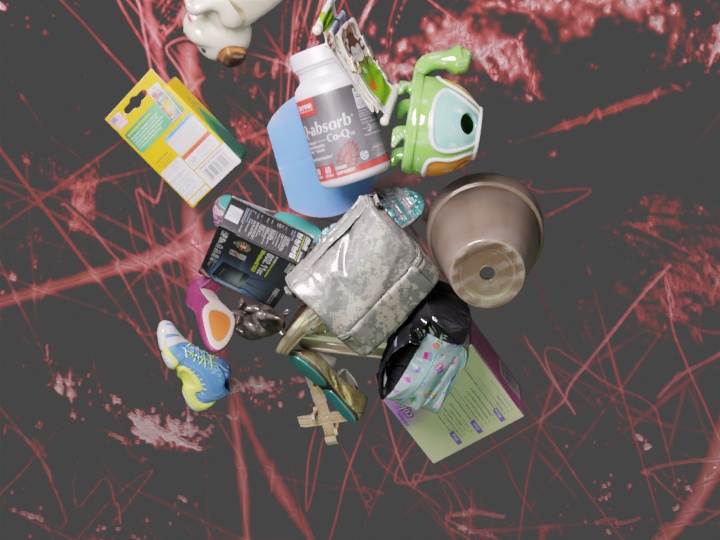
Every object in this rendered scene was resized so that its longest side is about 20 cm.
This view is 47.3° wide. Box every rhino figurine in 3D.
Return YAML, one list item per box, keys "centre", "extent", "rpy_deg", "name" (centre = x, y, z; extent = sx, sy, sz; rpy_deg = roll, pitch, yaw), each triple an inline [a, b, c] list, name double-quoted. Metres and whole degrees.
- centre: [-0.176, 0.086, 1.430]
  extent: [0.086, 0.061, 0.199]
  rpy_deg: [23, 163, -24]
  name: "rhino figurine"

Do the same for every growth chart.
- centre: [-0.002, -0.309, 1.203]
  extent: [0.018, 0.146, 0.200]
  rpy_deg: [-22, 127, 27]
  name: "growth chart"

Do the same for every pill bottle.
- centre: [-0.034, -0.236, 1.247]
  extent: [0.114, 0.116, 0.203]
  rpy_deg: [-15, 100, 14]
  name: "pill bottle"

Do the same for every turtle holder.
- centre: [0.119, -0.234, 1.257]
  extent: [0.129, 0.188, 0.142]
  rpy_deg: [8, 149, 3]
  name: "turtle holder"

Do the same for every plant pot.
- centre: [0.199, -0.033, 1.314]
  extent: [0.196, 0.174, 0.203]
  rpy_deg: [3, 117, 6]
  name: "plant pot"

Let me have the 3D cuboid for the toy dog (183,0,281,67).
- centre: [-0.186, -0.404, 1.205]
  extent: [0.140, 0.193, 0.201]
  rpy_deg: [51, 122, 21]
  name: "toy dog"

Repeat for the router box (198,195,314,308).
- centre: [-0.177, -0.025, 1.367]
  extent: [0.148, 0.063, 0.200]
  rpy_deg: [25, 151, -9]
  name: "router box"

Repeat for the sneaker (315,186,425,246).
- centre: [0.016, -0.071, 1.378]
  extent: [0.198, 0.091, 0.078]
  rpy_deg: [-27, 78, -3]
  name: "sneaker"

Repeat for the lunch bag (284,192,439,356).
- centre: [0.000, 0.000, 1.260]
  extent: [0.200, 0.140, 0.167]
  rpy_deg: [-44, 127, 8]
  name: "lunch bag"

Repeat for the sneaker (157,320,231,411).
- centre: [-0.303, 0.167, 1.539]
  extent: [0.103, 0.076, 0.202]
  rpy_deg: [-18, 121, 2]
  name: "sneaker"

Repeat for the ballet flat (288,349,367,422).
- centre: [-0.055, 0.197, 1.517]
  extent: [0.070, 0.071, 0.200]
  rpy_deg: [-31, 115, 20]
  name: "ballet flat"

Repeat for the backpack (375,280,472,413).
- centre: [0.102, 0.134, 1.330]
  extent: [0.125, 0.167, 0.202]
  rpy_deg: [22, 115, -5]
  name: "backpack"

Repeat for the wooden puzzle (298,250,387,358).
- centre: [-0.019, 0.053, 1.463]
  extent: [0.182, 0.037, 0.203]
  rpy_deg: [6, 112, 4]
  name: "wooden puzzle"

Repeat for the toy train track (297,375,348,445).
- centre: [-0.079, 0.255, 1.569]
  extent: [0.113, 0.033, 0.203]
  rpy_deg: [-11, 114, 12]
  name: "toy train track"

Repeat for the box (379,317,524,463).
- centre: [0.165, 0.218, 1.485]
  extent: [0.199, 0.097, 0.177]
  rpy_deg: [-32, 108, 19]
  name: "box"

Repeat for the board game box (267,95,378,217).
- centre: [-0.061, -0.191, 1.336]
  extent: [0.156, 0.039, 0.203]
  rpy_deg: [-18, 106, -8]
  name: "board game box"

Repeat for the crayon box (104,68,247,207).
- centre: [-0.300, -0.221, 1.348]
  extent: [0.125, 0.052, 0.200]
  rpy_deg: [-38, 107, 22]
  name: "crayon box"

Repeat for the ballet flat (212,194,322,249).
- centre: [-0.159, -0.069, 1.406]
  extent: [0.197, 0.070, 0.072]
  rpy_deg: [18, 136, 2]
  name: "ballet flat"

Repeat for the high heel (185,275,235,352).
- centre: [-0.271, 0.084, 1.418]
  extent: [0.067, 0.202, 0.096]
  rpy_deg: [24, 122, -35]
  name: "high heel"

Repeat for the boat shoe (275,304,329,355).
- centre: [-0.073, 0.082, 1.425]
  extent: [0.065, 0.072, 0.200]
  rpy_deg: [39, 106, -8]
  name: "boat shoe"
